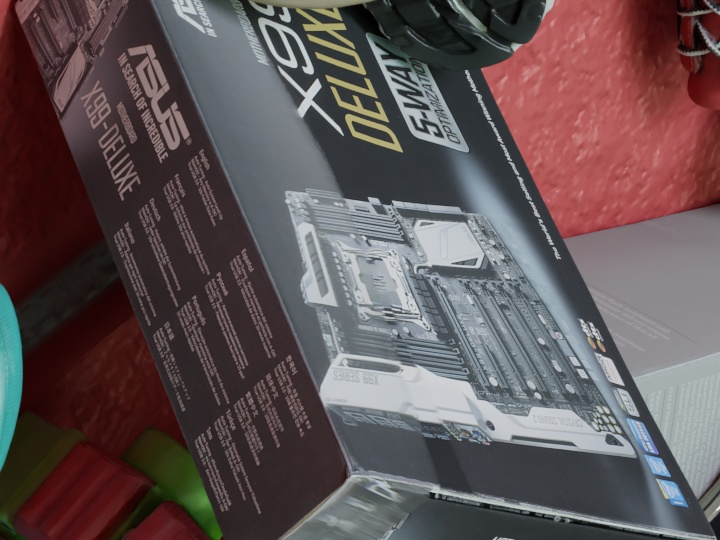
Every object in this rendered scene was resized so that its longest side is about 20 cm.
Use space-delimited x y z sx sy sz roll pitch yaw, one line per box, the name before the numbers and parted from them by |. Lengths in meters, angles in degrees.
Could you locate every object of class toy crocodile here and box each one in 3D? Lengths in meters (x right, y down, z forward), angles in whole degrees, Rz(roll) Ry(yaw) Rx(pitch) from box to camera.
toy crocodile | -0.052 0.089 0.767 0.068 0.200 0.062 -46 133 -10

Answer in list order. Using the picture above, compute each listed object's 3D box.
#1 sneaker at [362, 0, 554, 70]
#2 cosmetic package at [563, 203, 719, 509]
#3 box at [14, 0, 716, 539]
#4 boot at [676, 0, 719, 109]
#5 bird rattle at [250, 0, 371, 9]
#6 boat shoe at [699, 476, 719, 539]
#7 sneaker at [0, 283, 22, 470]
sneaker | 0.017 -0.164 0.824 0.079 0.074 0.201 -65 148 -66
cosmetic package | 0.108 0.039 0.970 0.200 0.107 0.091 -8 115 -40
box | 0.000 0.000 0.786 0.157 0.200 0.050 16 131 -46
boot | 0.116 -0.114 0.912 0.200 0.072 0.145 -22 127 -56
bird rattle | 0.001 -0.147 0.750 0.200 0.113 0.163 34 109 -14
boat shoe | 0.149 0.089 0.913 0.200 0.062 0.075 -43 134 -21
sneaker | -0.149 -0.002 0.721 0.121 0.083 0.201 -37 106 -79
